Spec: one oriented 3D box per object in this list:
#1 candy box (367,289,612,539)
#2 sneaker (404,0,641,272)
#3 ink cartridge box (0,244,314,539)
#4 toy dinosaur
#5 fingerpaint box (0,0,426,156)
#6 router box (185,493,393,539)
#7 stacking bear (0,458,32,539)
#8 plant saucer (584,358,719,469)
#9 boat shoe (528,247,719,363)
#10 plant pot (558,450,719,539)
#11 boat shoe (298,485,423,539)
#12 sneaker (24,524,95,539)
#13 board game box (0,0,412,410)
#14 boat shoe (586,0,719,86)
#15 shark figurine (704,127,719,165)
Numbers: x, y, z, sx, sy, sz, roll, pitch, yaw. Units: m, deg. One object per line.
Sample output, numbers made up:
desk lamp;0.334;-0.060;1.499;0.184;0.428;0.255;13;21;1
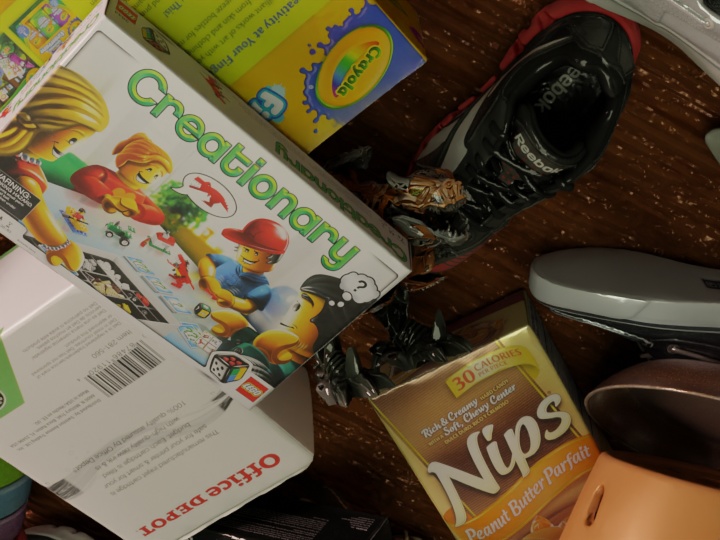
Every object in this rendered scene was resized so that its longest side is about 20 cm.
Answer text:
candy box;0.102;0.125;0.820;0.115;0.055;0.200;-26;111;14
sneaker;0.084;-0.067;0.707;0.071;0.098;0.201;35;116;-13
ink cartridge box;-0.143;0.069;0.757;0.146;0.084;0.200;-31;127;19
toy dinosaur;0.000;0.000;0.733;0.102;0.200;0.136;-21;91;-18
fingerpaint box;-0.095;-0.117;0.631;0.200;0.073;0.167;-37;116;19
router box;-0.061;0.223;0.842;0.199;0.051;0.150;4;119;33
stacking bear;-0.272;0.104;0.817;0.121;0.114;0.201;9;106;17
plant saucer;0.236;0.099;0.749;0.200;0.200;0.032;26;73;-7
boat shoe;0.199;0.034;0.764;0.199;0.072;0.068;7;116;-5
plant pot;0.194;0.189;0.724;0.199;0.200;0.141;12;90;-1
boat shoe;0.032;0.222;0.870;0.063;0.071;0.200;-42;98;-19
sneaker;-0.190;0.248;0.857;0.200;0.085;0.075;24;129;27
board game box;-0.087;-0.027;0.624;0.200;0.035;0.126;38;114;-23
boat shoe;0.174;-0.155;0.650;0.200;0.069;0.072;42;70;-1
shark figurine;0.320;-0.077;0.689;0.214;0.090;0.128;-33;110;21
